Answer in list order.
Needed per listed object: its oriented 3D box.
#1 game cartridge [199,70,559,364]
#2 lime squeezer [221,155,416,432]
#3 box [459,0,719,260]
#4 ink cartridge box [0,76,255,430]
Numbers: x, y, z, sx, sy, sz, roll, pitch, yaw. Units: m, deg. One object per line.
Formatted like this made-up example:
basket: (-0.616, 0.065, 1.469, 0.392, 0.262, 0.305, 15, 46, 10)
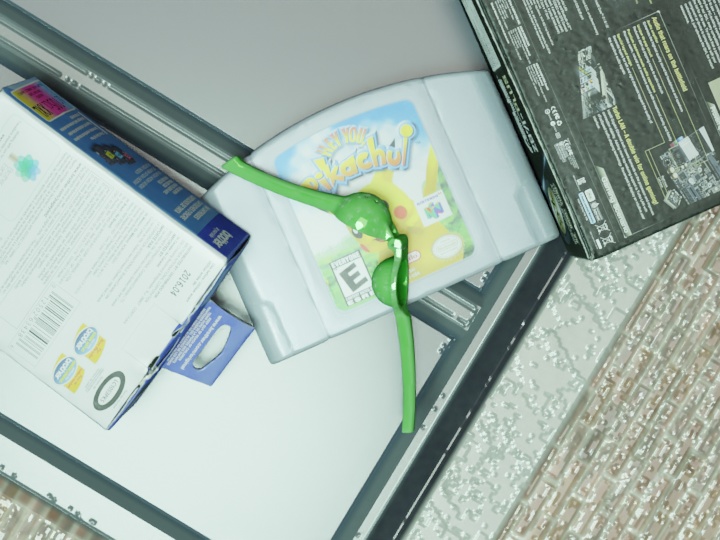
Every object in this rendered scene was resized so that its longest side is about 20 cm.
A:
game cartridge: (0.008, -0.041, 1.152, 0.199, 0.040, 0.134, -25, 88, -1)
lime squeezer: (0.000, 0.000, 1.117, 0.071, 0.038, 0.200, -34, 93, 0)
box: (0.168, -0.129, 1.126, 0.163, 0.086, 0.201, -25, 92, 0)
ink cartridge box: (-0.161, -0.001, 1.114, 0.200, 0.076, 0.137, 37, 107, 0)
